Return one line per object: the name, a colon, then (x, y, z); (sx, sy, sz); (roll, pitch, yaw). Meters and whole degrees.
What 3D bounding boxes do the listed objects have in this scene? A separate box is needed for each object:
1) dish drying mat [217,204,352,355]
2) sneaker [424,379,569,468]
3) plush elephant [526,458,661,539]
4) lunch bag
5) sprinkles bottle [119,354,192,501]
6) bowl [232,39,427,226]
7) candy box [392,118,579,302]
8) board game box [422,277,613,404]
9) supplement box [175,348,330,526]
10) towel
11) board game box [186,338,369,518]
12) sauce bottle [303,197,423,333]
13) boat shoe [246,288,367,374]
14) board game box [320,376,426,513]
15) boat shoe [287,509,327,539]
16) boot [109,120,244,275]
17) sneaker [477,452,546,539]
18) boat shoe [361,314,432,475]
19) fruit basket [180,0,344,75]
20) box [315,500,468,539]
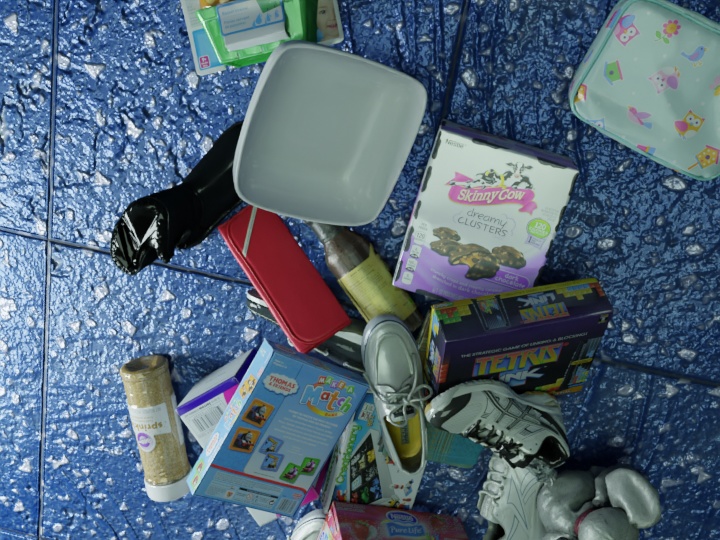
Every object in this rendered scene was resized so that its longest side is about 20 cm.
dish drying mat: (-0.097, 0.005, 0.996); (0.077, 0.018, 0.201); (-34, 76, -7)
sneaker: (0.169, 0.185, 0.932); (0.199, 0.088, 0.076); (10, 139, -28)
plush elephant: (0.296, 0.317, 0.977); (0.165, 0.155, 0.200); (-46, 120, 4)
lunch bag: (0.343, -0.203, 0.873); (0.199, 0.077, 0.161); (26, 109, -1)
sprinkles bottle: (-0.285, 0.222, 1.123); (0.068, 0.068, 0.201); (-4, 107, 10)
bowl: (-0.044, -0.161, 0.920); (0.199, 0.075, 0.201); (10, 117, -29)
candy box: (0.145, -0.058, 0.956); (0.167, 0.072, 0.201); (17, 111, 2)
board game box: (0.179, 0.095, 0.942); (0.198, 0.057, 0.166); (-10, 141, -8)
supplement box: (-0.140, 0.225, 1.083); (0.101, 0.103, 0.201); (-29, 101, 16)
towel: (0.118, 0.157, 1.031); (0.146, 0.022, 0.201); (14, 104, -19)
board game box: (-0.098, 0.197, 0.974); (0.151, 0.037, 0.201); (25, 99, -34)
sauce bottle: (0.000, 0.000, 1.001); (0.065, 0.065, 0.201); (-34, 94, 18)
boat shoe: (-0.060, 0.082, 1.036); (0.199, 0.076, 0.061); (22, 105, 2)
board game box: (0.030, 0.241, 1.075); (0.125, 0.035, 0.201); (9, 111, -17)
boat shoe: (-0.094, 0.438, 1.148); (0.074, 0.086, 0.203); (33, 111, -3)
boot: (-0.199, -0.086, 0.949); (0.076, 0.168, 0.200); (43, 110, 0)
sneaker: (0.197, 0.286, 1.048); (0.087, 0.074, 0.202); (-14, 107, -25)
boat shoe: (0.047, 0.157, 0.956); (0.074, 0.086, 0.203); (-9, 109, -8)
fruit basket: (-0.124, -0.337, 0.895); (0.184, 0.094, 0.201); (-9, 104, 12)
box: (0.044, 0.389, 1.076); (0.199, 0.096, 0.100); (13, 116, -19)
